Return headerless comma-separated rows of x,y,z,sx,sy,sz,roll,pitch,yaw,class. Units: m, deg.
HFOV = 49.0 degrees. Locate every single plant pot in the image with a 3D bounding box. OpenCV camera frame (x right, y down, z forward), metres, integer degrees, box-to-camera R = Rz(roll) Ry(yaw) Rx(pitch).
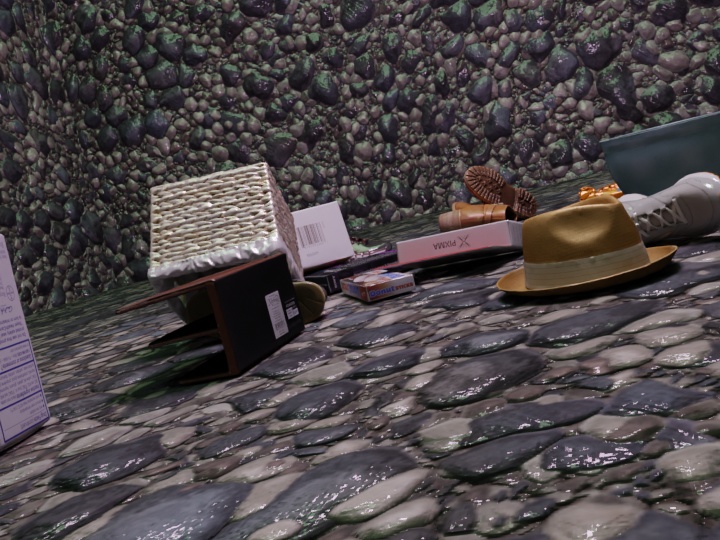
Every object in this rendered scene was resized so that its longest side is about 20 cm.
0.495,-0.164,1.261,0.196,0.137,0.200,-14,6,1,plant pot

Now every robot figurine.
0.492,-0.139,1.411,0.196,0.059,0.145,-12,8,19,robot figurine

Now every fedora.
0.233,-0.031,0.844,0.197,0.083,0.201,-14,6,2,fedora

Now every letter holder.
-0.172,0.058,0.919,0.140,0.103,0.200,-14,5,18,letter holder

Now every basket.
-0.191,-0.032,1.170,0.196,0.164,0.199,-12,-27,5,basket

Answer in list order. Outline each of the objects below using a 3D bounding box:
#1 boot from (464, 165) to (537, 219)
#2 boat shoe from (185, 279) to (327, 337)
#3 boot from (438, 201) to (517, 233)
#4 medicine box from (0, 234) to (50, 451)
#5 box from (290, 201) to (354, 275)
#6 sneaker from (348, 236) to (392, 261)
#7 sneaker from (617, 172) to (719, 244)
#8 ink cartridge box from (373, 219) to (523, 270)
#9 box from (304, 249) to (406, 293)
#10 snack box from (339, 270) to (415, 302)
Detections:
0.299,-0.168,1.819,0.198,0.076,0.107,28,-20,-25,boot
-0.140,0.051,1.093,0.197,0.073,0.066,-8,1,11,boat shoe
0.272,-0.123,1.757,0.152,0.078,0.199,-6,1,25,boot
-0.427,0.083,0.765,0.179,0.204,0.103,-13,3,5,medicine box
-0.123,-0.036,1.491,0.150,0.108,0.200,-17,-7,-23,box
-0.034,-0.071,1.767,0.196,0.118,0.076,-14,5,6,sneaker
0.354,-0.058,0.958,0.091,0.077,0.199,-24,1,-23,sneaker
0.142,-0.038,1.217,0.197,0.046,0.175,-11,-6,31,ink cartridge box
0.000,0.000,1.404,0.197,0.037,0.142,-15,4,-25,box
0.022,0.021,1.181,0.071,0.025,0.200,-13,5,-11,snack box
